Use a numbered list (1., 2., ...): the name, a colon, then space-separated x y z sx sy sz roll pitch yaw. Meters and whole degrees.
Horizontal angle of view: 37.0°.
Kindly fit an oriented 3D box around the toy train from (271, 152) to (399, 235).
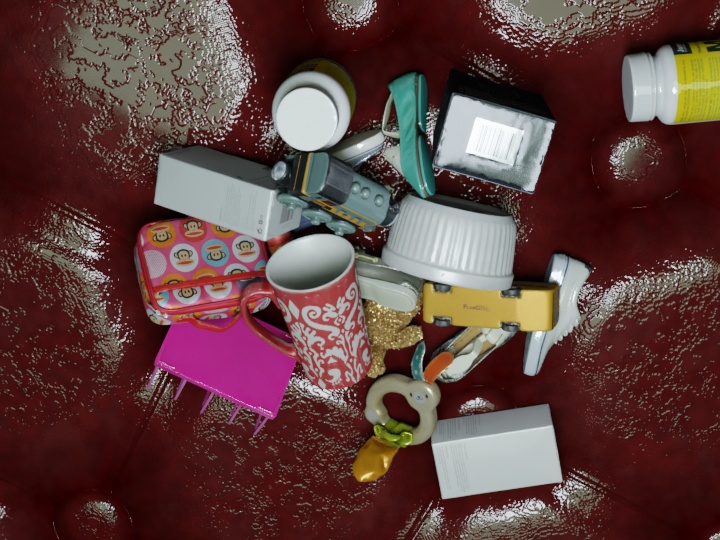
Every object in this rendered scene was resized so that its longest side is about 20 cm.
1. toy train: -0.033 -0.107 1.518 0.199 0.113 0.086 26 73 -44

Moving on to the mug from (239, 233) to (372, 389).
1. mug: -0.070 0.063 1.598 0.176 0.134 0.202 7 131 27

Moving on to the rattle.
1. rattle: 0.059 0.218 1.681 0.131 0.142 0.200 55 135 16

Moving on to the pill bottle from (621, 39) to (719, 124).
1. pill bottle: 0.479 -0.267 1.528 0.197 0.114 0.116 -5 108 5

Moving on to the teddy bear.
1. teddy bear: 0.033 0.075 1.696 0.199 0.067 0.145 -40 99 14

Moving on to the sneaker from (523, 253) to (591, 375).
1. sneaker: 0.306 0.076 1.675 0.070 0.073 0.202 16 108 2

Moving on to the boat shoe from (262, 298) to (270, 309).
1. boat shoe: -0.237 0.020 1.695 0.198 0.065 0.074 19 108 -2

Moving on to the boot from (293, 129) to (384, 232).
1. boot: -0.037 -0.136 1.633 0.198 0.073 0.091 -23 107 20

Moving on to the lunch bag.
1. lunch bag: -0.234 0.008 1.618 0.198 0.082 0.178 -9 71 -22

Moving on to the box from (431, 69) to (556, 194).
1. box: 0.184 -0.200 1.524 0.147 0.200 0.108 15 110 -1

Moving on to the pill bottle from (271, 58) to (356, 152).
1. pill bottle: -0.066 -0.233 1.529 0.111 0.200 0.114 1 108 3

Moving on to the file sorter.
1. file sorter: -0.217 0.151 1.685 0.198 0.140 0.126 26 146 -8

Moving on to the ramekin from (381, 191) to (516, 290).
1. ramekin: 0.136 -0.048 1.585 0.197 0.200 0.106 11 100 0

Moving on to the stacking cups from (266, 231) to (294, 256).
1. stacking cups: -0.105 0.009 1.694 0.060 0.061 0.202 -19 101 10

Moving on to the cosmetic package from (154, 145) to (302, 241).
1. cosmetic package: -0.193 -0.117 1.592 0.198 0.113 0.082 19 111 18

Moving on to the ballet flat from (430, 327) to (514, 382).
1. ballet flat: 0.192 0.109 1.696 0.200 0.072 0.072 -43 101 15

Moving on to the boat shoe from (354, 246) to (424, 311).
1. boat shoe: 0.000 0.002 1.642 0.199 0.061 0.072 19 149 14

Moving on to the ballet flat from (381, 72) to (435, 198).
1. ballet flat: 0.068 -0.192 1.572 0.070 0.067 0.203 -10 70 19

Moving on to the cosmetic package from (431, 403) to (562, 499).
1. cosmetic package: 0.220 0.294 1.747 0.197 0.085 0.109 -9 108 6

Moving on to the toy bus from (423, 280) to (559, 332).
1. toy bus: 0.197 0.049 1.629 0.197 0.078 0.066 4 103 20
